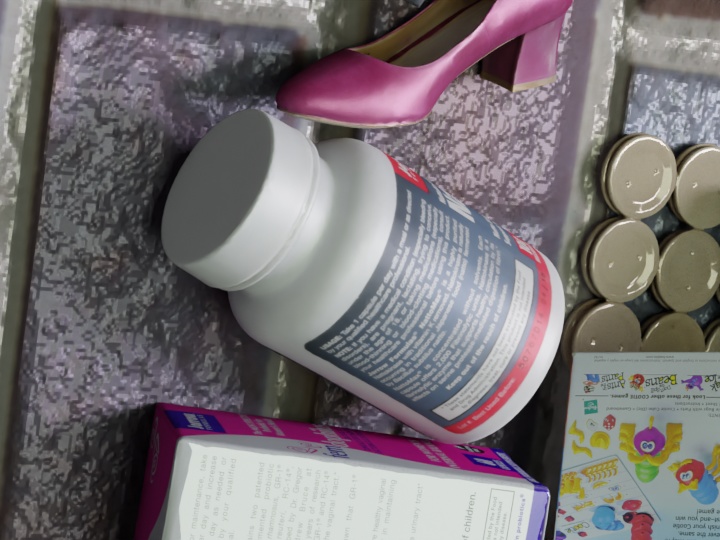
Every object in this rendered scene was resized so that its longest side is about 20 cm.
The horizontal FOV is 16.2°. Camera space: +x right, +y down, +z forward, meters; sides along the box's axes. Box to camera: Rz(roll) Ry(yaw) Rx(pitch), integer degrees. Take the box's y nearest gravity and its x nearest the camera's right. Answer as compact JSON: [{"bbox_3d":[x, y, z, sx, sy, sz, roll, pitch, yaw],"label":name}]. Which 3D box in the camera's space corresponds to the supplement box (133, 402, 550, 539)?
[{"bbox_3d":[-0.014,0.139,1.329,0.199,0.101,0.104,7,97,-13],"label":"supplement box"}]

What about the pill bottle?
[{"bbox_3d":[0.000,0.000,1.328,0.200,0.119,0.120,31,85,-33],"label":"pill bottle"}]

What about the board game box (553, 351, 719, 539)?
[{"bbox_3d":[0.172,0.156,1.417,0.103,0.104,0.201,42,52,-59],"label":"board game box"}]

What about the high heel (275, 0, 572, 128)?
[{"bbox_3d":[0.037,-0.134,1.346,0.199,0.067,0.096,-12,117,-33],"label":"high heel"}]

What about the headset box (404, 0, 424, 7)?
[{"bbox_3d":[0.003,-0.250,1.250,0.199,0.093,0.174,22,118,-32],"label":"headset box"}]

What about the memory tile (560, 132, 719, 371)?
[{"bbox_3d":[0.213,0.001,1.517,0.199,0.017,0.154,6,98,-32],"label":"memory tile"}]
